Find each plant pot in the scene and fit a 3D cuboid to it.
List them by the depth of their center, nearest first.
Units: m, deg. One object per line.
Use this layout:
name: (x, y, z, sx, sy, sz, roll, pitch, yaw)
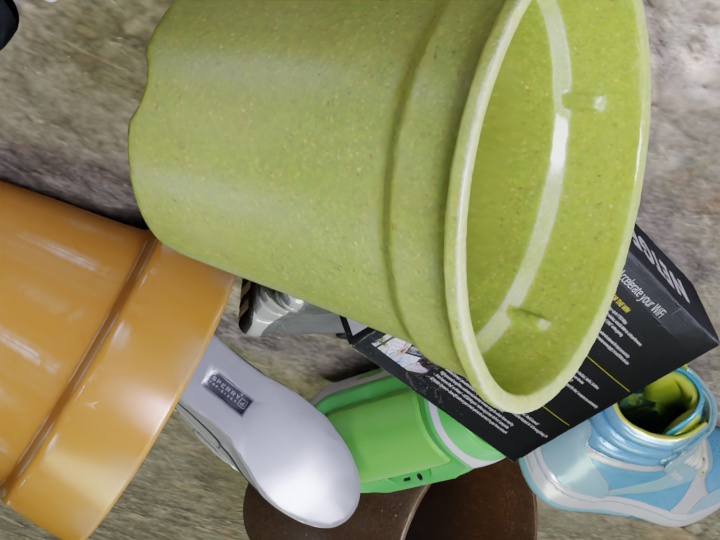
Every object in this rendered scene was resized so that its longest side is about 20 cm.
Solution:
plant pot: (0.007, -0.055, 0.807, 0.183, 0.201, 0.200, 12, 161, 26)
plant pot: (-0.203, 0.036, 1.117, 0.183, 0.201, 0.200, 30, 155, -9)
plant pot: (0.008, 0.204, 1.469, 0.199, 0.188, 0.187, 13, 165, 39)

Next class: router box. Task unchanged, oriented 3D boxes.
router box: (0.097, 0.024, 1.033, 0.149, 0.051, 0.200, -31, 143, 16)

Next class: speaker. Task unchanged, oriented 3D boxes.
speaker: (0.036, 0.107, 1.302, 0.088, 0.089, 0.200, 22, 155, -29)

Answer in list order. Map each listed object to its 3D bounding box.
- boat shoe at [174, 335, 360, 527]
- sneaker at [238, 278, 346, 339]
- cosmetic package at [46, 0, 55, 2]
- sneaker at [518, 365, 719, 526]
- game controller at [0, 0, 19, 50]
boat shoe: (-0.083, 0.107, 1.307, 0.200, 0.072, 0.066, 38, 170, -2)
sneaker: (0.000, 0.000, 1.089, 0.115, 0.075, 0.200, 9, 168, -13)
cosmetic package: (-0.167, -0.185, 0.688, 0.200, 0.074, 0.101, 28, 153, -32)
sneaker: (0.220, 0.115, 1.257, 0.199, 0.080, 0.131, 3, 147, -37)
game controller: (-0.234, -0.154, 0.854, 0.104, 0.042, 0.200, -9, 156, 7)
